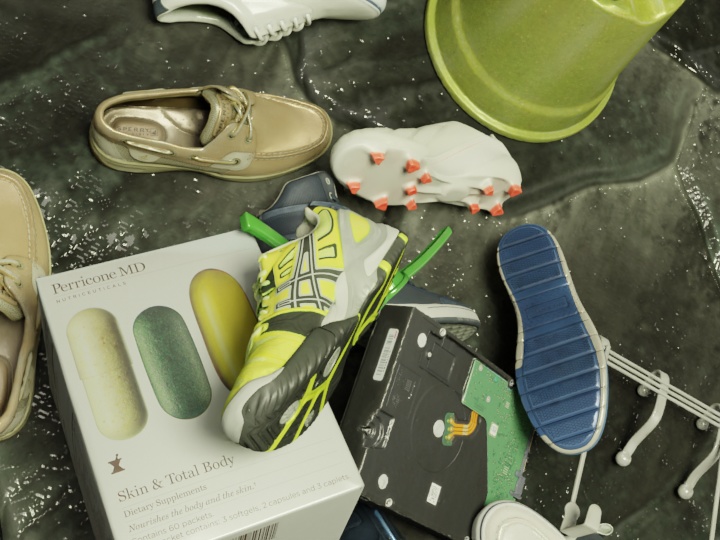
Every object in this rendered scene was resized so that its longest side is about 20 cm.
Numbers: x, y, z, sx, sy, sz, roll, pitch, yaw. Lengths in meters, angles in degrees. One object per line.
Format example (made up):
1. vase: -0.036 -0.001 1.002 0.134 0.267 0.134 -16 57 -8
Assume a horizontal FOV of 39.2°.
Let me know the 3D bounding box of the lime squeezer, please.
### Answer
1. lime squeezer: 0.000 0.000 0.733 0.200 0.038 0.071 1 56 -41

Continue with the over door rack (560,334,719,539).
1. over door rack: 0.234 0.168 0.842 0.147 0.067 0.200 28 46 -11

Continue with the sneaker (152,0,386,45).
1. sneaker: -0.078 -0.223 0.853 0.199 0.073 0.071 6 85 -8

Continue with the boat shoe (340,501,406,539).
1. boat shoe: 0.063 0.253 0.770 0.200 0.084 0.069 42 82 -7

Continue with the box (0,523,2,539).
1. box: -0.328 0.179 0.626 0.199 0.148 0.107 -7 79 -19

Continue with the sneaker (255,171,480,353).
1. sneaker: 0.003 -0.005 0.817 0.202 0.077 0.147 7 55 -37

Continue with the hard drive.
1. hard drive: 0.063 0.129 0.774 0.200 0.038 0.140 35 67 -42

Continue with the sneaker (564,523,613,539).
1. sneaker: 0.208 0.296 0.811 0.129 0.080 0.200 -26 76 -13

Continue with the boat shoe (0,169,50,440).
1. boat shoe: -0.260 0.019 0.722 0.072 0.065 0.201 3 77 -18

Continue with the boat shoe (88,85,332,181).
1. boat shoe: -0.113 -0.114 0.810 0.199 0.065 0.072 -2 78 -18

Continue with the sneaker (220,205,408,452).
1. sneaker: -0.039 0.031 0.620 0.076 0.076 0.200 25 39 8

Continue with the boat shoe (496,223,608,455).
1. boat shoe: 0.166 0.060 0.836 0.072 0.072 0.201 -16 60 18

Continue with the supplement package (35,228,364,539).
1. supplement package: -0.115 0.107 0.680 0.151 0.151 0.200 -15 61 -21

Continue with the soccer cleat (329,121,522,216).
1. soccer cleat: 0.052 -0.093 0.847 0.199 0.069 0.078 5 51 -38

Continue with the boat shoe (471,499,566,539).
1. boat shoe: 0.156 0.254 0.738 0.071 0.070 0.200 -29 79 -17

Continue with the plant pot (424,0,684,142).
1. plant pot: 0.180 -0.235 0.872 0.200 0.184 0.201 4 77 -17
